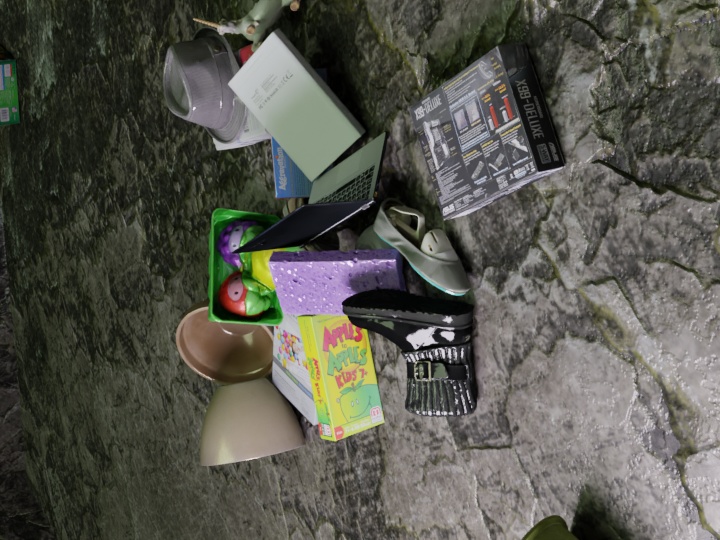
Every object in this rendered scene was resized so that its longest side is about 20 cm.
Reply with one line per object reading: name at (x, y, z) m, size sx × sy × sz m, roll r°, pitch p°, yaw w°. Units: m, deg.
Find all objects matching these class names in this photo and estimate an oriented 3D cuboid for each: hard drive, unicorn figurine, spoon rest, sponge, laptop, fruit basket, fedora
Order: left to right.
fedora at (-0.273, -0.308, 1.631) m, size 0.177 × 0.089 × 0.202 m, roll -52°, pitch 56°, yaw 50°
fruit basket at (-0.182, -0.008, 1.692) m, size 0.215 × 0.153 × 0.220 m, roll -23°, pitch 64°, yaw 62°
unicorn figurine at (-0.158, -0.401, 1.533) m, size 0.074 × 0.198 × 0.138 m, roll 55°, pitch -174°, yaw -29°
hard drive at (-0.099, -0.250, 1.498) m, size 0.201 × 0.027 × 0.132 m, roll 49°, pitch 130°, yaw -5°
laptop at (-0.072, -0.112, 1.418) m, size 0.186 × 0.115 × 0.203 m, roll -27°, pitch 42°, yaw 46°
sponge at (-0.032, 0.019, 1.456) m, size 0.196 × 0.030 × 0.113 m, roll 0°, pitch 133°, yaw 15°
spoon rest at (0.000, 0.000, 1.529) m, size 0.199 × 0.060 × 0.101 m, roll -35°, pitch 70°, yaw 42°

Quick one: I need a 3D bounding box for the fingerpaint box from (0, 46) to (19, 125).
fingerpaint box at (-1.103, -0.567, 2.978) m, size 0.166 × 0.072 × 0.203 m, roll 37°, pitch 130°, yaw 44°

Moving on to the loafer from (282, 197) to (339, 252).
loafer at (-0.074, -0.075, 1.562) m, size 0.063 × 0.071 × 0.201 m, roll -57°, pitch 32°, yaw 17°

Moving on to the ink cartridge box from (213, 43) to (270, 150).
ink cartridge box at (-0.183, -0.294, 1.659) m, size 0.199 × 0.085 × 0.150 m, roll 0°, pitch 100°, yaw 58°

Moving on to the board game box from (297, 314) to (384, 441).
board game box at (-0.031, 0.161, 1.582) m, size 0.047 × 0.100 × 0.204 m, roll -3°, pitch 99°, yaw 57°

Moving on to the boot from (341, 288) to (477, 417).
boot at (0.067, 0.119, 1.387) m, size 0.208 × 0.079 × 0.161 m, roll 9°, pitch 111°, yaw 29°

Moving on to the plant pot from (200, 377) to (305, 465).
plant pot at (-0.210, 0.275, 1.822) m, size 0.199 × 0.198 × 0.137 m, roll -19°, pitch 80°, yaw 57°

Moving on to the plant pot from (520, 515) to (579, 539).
plant pot at (0.273, 0.430, 1.170) m, size 0.188 × 0.199 × 0.203 m, roll 24°, pitch 123°, yaw 35°

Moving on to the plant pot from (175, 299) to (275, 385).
plant pot at (-0.245, 0.116, 1.863) m, size 0.093 × 0.197 × 0.203 m, roll -79°, pitch 5°, yaw -51°

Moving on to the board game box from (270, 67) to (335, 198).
board game box at (-0.093, -0.217, 1.552) m, size 0.019 × 0.101 × 0.204 m, roll -59°, pitch -32°, yaw -71°

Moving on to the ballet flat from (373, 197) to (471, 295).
ballet flat at (0.086, -0.040, 1.363) m, size 0.200 × 0.067 × 0.065 m, roll 42°, pitch 127°, yaw 42°

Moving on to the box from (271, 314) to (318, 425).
box at (-0.102, 0.149, 1.744) m, size 0.156 × 0.041 × 0.203 m, roll 37°, pitch 130°, yaw 46°

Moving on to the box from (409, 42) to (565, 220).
box at (0.152, -0.169, 1.225) m, size 0.199 × 0.049 × 0.160 m, roll -27°, pitch 79°, yaw 57°
